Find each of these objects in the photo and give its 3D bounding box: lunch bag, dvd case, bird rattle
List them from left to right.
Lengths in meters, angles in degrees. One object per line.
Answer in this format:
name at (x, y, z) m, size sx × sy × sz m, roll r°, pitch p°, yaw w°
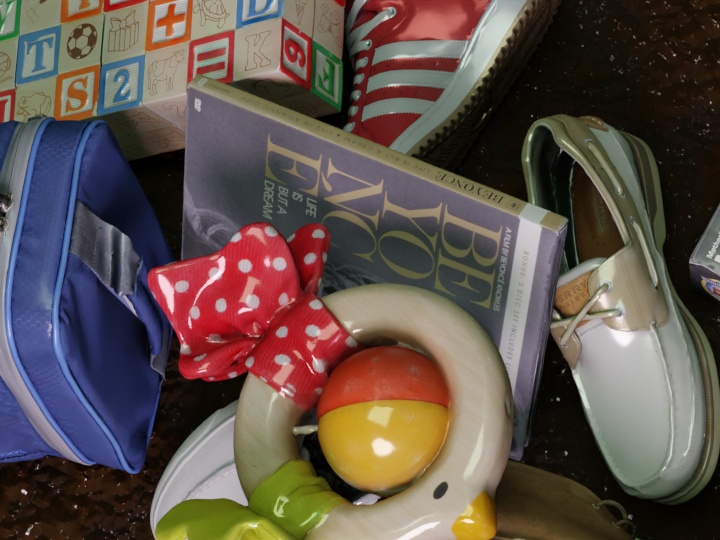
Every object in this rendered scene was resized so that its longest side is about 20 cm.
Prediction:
lunch bag at (-0.159, 0.009, 1.103) m, size 0.131 × 0.200 × 0.137 m, roll 1°, pitch 65°, yaw 10°
bird rattle at (-0.009, 0.067, 1.017) m, size 0.162 × 0.113 × 0.201 m, roll -7°, pitch 55°, yaw 16°
dvd case at (0.000, 0.000, 1.110) m, size 0.199 × 0.149 × 0.016 m, roll 22°, pitch 43°, yaw 18°

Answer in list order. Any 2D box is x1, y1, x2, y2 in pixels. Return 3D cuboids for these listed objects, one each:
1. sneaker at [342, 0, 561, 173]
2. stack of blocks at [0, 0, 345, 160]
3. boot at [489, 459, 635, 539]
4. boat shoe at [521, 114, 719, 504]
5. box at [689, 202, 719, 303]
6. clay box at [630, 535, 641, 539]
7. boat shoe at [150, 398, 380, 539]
sneaker at (0.008, -0.099, 1.178) m, size 0.112 × 0.071 × 0.201 m, roll 31°, pitch 71°, yaw 16°
stack of blocks at (-0.106, -0.126, 1.182) m, size 0.199 × 0.058 × 0.116 m, roll -11°, pitch 67°, yaw 30°
boot at (0.113, 0.130, 1.028) m, size 0.198 × 0.074 × 0.076 m, roll 14°, pitch 46°, yaw 11°
boat shoe at (0.117, 0.017, 1.102) m, size 0.075 × 0.068 × 0.201 m, roll -33°, pitch 56°, yaw 33°
box at (0.277, -0.048, 1.119) m, size 0.159 × 0.044 × 0.201 m, roll 25°, pitch 77°, yaw 19°
clay box at (0.168, 0.202, 1.046) m, size 0.199 × 0.048 × 0.116 m, roll 18°, pitch 75°, yaw 20°
boat shoe at (-0.021, 0.093, 1.086) m, size 0.199 × 0.069 × 0.072 m, roll -27°, pitch 110°, yaw 17°
